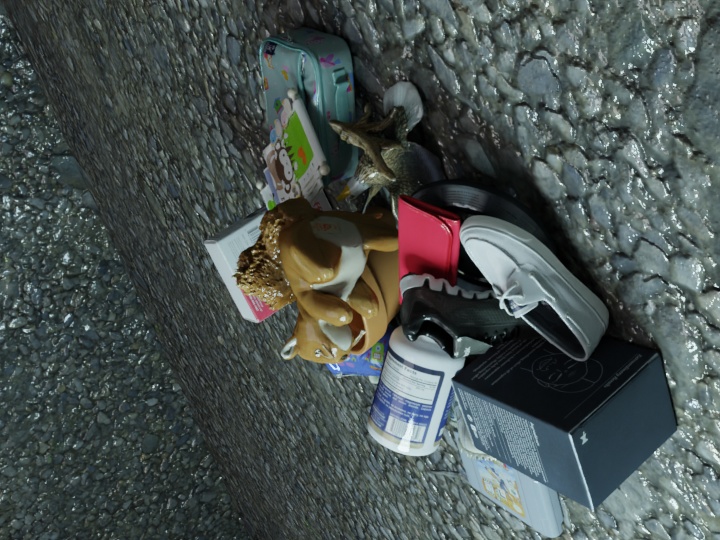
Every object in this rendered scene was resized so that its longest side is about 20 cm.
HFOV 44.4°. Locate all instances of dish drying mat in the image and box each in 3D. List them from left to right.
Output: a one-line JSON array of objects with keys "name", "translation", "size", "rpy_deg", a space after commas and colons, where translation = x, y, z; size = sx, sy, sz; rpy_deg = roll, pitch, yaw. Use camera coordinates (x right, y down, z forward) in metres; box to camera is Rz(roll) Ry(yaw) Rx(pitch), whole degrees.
[{"name": "dish drying mat", "translation": [0.078, -0.007, 1.040], "size": [0.076, 0.018, 0.202], "rpy_deg": [23, 149, 18]}]

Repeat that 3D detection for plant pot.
[{"name": "plant pot", "translation": [0.000, 0.000, 1.279], "size": [0.200, 0.139, 0.202], "rpy_deg": [45, 154, 29]}]

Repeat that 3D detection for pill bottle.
[{"name": "pill bottle", "translation": [0.084, 0.144, 1.234], "size": [0.111, 0.110, 0.204], "rpy_deg": [32, 113, 45]}]

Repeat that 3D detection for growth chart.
[{"name": "growth chart", "translation": [-0.094, -0.132, 1.181], "size": [0.146, 0.017, 0.201], "rpy_deg": [62, 146, 23]}]

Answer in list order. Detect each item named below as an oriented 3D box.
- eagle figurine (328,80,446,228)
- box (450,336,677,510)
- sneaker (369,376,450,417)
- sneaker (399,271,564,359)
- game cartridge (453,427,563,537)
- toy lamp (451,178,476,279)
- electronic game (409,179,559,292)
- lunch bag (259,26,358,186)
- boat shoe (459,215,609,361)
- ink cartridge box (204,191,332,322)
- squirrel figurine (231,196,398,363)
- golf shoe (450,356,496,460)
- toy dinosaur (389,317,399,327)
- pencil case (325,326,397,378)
[{"name": "eagle figurine", "translation": [0.034, -0.126, 1.119], "size": [0.200, 0.148, 0.155], "rpy_deg": [41, -136, -57]}, {"name": "box", "translation": [0.227, 0.151, 0.999], "size": [0.199, 0.147, 0.109], "rpy_deg": [18, 135, 57]}, {"name": "sneaker", "translation": [0.093, 0.197, 1.391], "size": [0.199, 0.089, 0.068], "rpy_deg": [38, 149, 38]}, {"name": "sneaker", "translation": [0.135, 0.066, 1.012], "size": [0.196, 0.092, 0.067], "rpy_deg": [11, 149, 4]}, {"name": "game cartridge", "translation": [0.220, 0.309, 1.345], "size": [0.199, 0.041, 0.135], "rpy_deg": [24, 143, 53]}, {"name": "toy lamp", "translation": [0.124, -0.020, 1.115], "size": [0.058, 0.058, 0.202], "rpy_deg": [40, 150, 35]}, {"name": "electronic game", "translation": [0.136, -0.026, 1.029], "size": [0.197, 0.042, 0.202], "rpy_deg": [21, 145, 16]}, {"name": "lunch bag", "translation": [-0.067, -0.223, 1.191], "size": [0.160, 0.076, 0.204], "rpy_deg": [35, 138, 51]}, {"name": "boat shoe", "translation": [0.182, 0.023, 0.956], "size": [0.199, 0.069, 0.072], "rpy_deg": [42, 145, -13]}, {"name": "ink cartridge box", "translation": [-0.130, -0.032, 1.423], "size": [0.085, 0.198, 0.150], "rpy_deg": [0, 120, 63]}, {"name": "squirrel figurine", "translation": [-0.064, 0.018, 1.126], "size": [0.198, 0.141, 0.190], "rpy_deg": [29, 128, 27]}, {"name": "golf shoe", "translation": [0.160, 0.188, 1.220], "size": [0.200, 0.077, 0.099], "rpy_deg": [-128, 26, -70]}, {"name": "toy dinosaur", "translation": [0.033, 0.078, 1.429], "size": [0.199, 0.047, 0.090], "rpy_deg": [-4, 109, 61]}, {"name": "pencil case", "translation": [0.026, 0.129, 1.374], "size": [0.197, 0.077, 0.089], "rpy_deg": [0, 81, 37]}]
